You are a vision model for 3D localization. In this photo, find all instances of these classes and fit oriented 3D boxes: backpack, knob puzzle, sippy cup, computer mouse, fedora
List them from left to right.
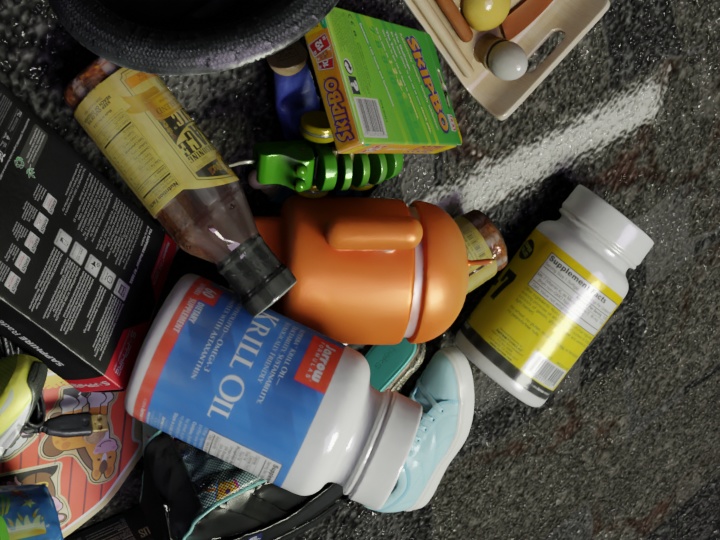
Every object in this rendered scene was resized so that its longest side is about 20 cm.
[{"bbox_3d":[-0.293,0.223,0.818,0.128,0.177,0.142,-9,104,-24],"label":"sippy cup"},{"bbox_3d":[-0.264,0.164,0.889,0.217,0.030,0.223,-20,130,-26],"label":"knob puzzle"},{"bbox_3d":[-0.186,0.063,0.845,0.197,0.046,0.143,-8,109,-33],"label":"computer mouse"},{"bbox_3d":[-0.101,-0.190,0.699,0.199,0.202,0.092,-32,165,-14],"label":"fedora"},{"bbox_3d":[-0.087,0.154,0.911,0.197,0.155,0.177,-16,150,-21],"label":"backpack"}]

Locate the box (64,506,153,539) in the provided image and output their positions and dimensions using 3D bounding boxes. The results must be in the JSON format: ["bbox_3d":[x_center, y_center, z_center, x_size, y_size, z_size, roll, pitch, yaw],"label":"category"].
[{"bbox_3d":[-0.187,0.304,1.004,0.197,0.086,0.166,-20,129,-25],"label":"box"}]

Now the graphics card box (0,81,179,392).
[{"bbox_3d":[-0.217,-0.020,0.727,0.200,0.050,0.127,47,48,-43],"label":"graphics card box"}]

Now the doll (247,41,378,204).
[{"bbox_3d":[-0.029,-0.099,0.870,0.135,0.049,0.202,-27,136,-12],"label":"doll"}]

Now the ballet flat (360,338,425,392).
[{"bbox_3d":[-0.010,0.134,1.042,0.200,0.068,0.075,-44,158,-6],"label":"ballet flat"}]

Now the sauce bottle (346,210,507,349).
[{"bbox_3d":[0.040,0.019,0.982,0.198,0.066,0.067,-31,134,-14],"label":"sauce bottle"}]

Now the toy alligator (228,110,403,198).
[{"bbox_3d":[-0.035,-0.079,0.805,0.197,0.054,0.060,-11,130,-28],"label":"toy alligator"}]

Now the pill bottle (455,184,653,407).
[{"bbox_3d":[0.194,0.024,1.076,0.114,0.114,0.201,30,99,-45],"label":"pill bottle"}]

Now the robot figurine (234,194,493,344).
[{"bbox_3d":[0.000,0.000,0.856,0.196,0.117,0.146,2,121,-9],"label":"robot figurine"}]

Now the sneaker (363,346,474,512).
[{"bbox_3d":[0.053,0.171,1.101,0.081,0.074,0.203,-3,120,-38],"label":"sneaker"}]

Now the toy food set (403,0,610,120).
[{"bbox_3d":[0.117,-0.234,0.876,0.144,0.060,0.200,-46,136,0],"label":"toy food set"}]

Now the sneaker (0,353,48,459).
[{"bbox_3d":[-0.302,0.094,0.737,0.198,0.079,0.091,-22,124,21],"label":"sneaker"}]

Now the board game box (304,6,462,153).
[{"bbox_3d":[0.022,-0.136,0.799,0.030,0.097,0.199,-17,178,28],"label":"board game box"}]

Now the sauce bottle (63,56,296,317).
[{"bbox_3d":[-0.119,-0.059,0.741,0.066,0.066,0.201,-39,96,-6],"label":"sauce bottle"}]

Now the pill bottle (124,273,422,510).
[{"bbox_3d":[-0.060,0.092,0.781,0.197,0.112,0.114,24,109,-1],"label":"pill bottle"}]
